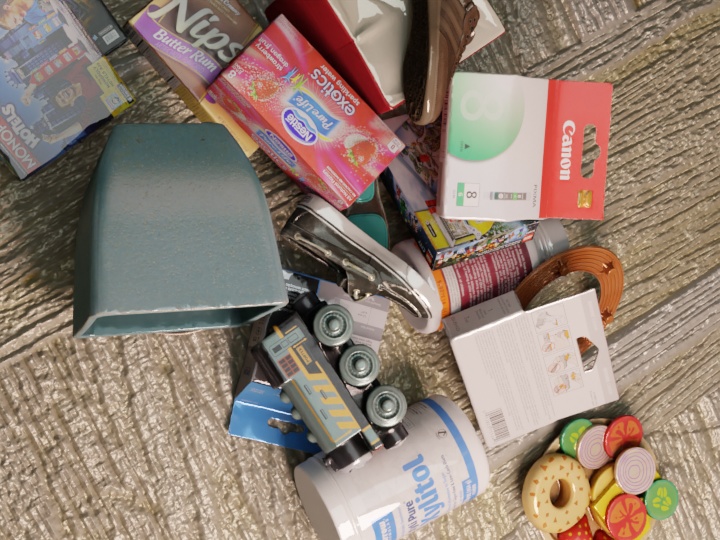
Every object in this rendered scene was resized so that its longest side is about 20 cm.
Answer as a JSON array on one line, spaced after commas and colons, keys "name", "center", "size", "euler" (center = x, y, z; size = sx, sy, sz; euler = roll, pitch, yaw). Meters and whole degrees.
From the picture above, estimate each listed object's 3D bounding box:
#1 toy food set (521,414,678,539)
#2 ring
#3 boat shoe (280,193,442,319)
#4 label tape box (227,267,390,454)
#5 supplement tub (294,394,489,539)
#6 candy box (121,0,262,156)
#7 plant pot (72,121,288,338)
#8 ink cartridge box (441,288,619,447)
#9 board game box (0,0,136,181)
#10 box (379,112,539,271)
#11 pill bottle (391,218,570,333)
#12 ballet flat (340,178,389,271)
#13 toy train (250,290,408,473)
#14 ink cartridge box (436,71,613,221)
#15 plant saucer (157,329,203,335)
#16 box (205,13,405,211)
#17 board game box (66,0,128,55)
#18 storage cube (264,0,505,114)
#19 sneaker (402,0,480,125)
[{"name": "toy food set", "center": [0.309, 0.284, 1.513], "size": [0.198, 0.049, 0.200], "euler": [-44, 103, -15]}, {"name": "ring", "center": [0.247, 0.057, 1.446], "size": [0.199, 0.019, 0.202], "euler": [-20, 134, -21]}, {"name": "boat shoe", "center": [0.000, 0.000, 1.309], "size": [0.199, 0.071, 0.064], "euler": [37, 76, -4]}, {"name": "label tape box", "center": [-0.060, 0.110, 1.371], "size": [0.142, 0.066, 0.202], "euler": [16, 83, -19]}, {"name": "supplement tub", "center": [0.038, 0.242, 1.371], "size": [0.199, 0.132, 0.133], "euler": [-26, 98, -18]}, {"name": "candy box", "center": [-0.161, -0.238, 1.340], "size": [0.117, 0.056, 0.200], "euler": [-44, 105, -15]}, {"name": "plant pot", "center": [-0.201, -0.044, 1.223], "size": [0.194, 0.196, 0.202], "euler": [-4, 82, -20]}, {"name": "ink cartridge box", "center": [0.206, 0.107, 1.402], "size": [0.175, 0.045, 0.201], "euler": [-21, 130, 1]}, {"name": "board game box", "center": [-0.375, -0.201, 1.229], "size": [0.199, 0.062, 0.201], "euler": [-38, 103, -15]}, {"name": "box", "center": [0.103, -0.104, 1.387], "size": [0.136, 0.038, 0.201], "euler": [-16, 59, -19]}, {"name": "pill bottle", "center": [0.145, -0.006, 1.420], "size": [0.199, 0.114, 0.115], "euler": [-18, 96, -19]}, {"name": "ballet flat", "center": [-0.005, -0.066, 1.386], "size": [0.067, 0.067, 0.202], "euler": [2, 81, -17]}, {"name": "toy train", "center": [-0.033, 0.124, 1.298], "size": [0.114, 0.085, 0.201], "euler": [-33, 90, -10]}, {"name": "ink cartridge box", "center": [0.188, -0.135, 1.314], "size": [0.198, 0.050, 0.162], "euler": [2, 98, -6]}, {"name": "plant saucer", "center": [-0.213, -0.028, 1.331], "size": [0.199, 0.037, 0.202], "euler": [0, 89, -20]}, {"name": "box", "center": [-0.061, -0.167, 1.292], "size": [0.200, 0.095, 0.100], "euler": [46, 76, -11]}, {"name": "board game box", "center": [-0.372, -0.252, 1.277], "size": [0.200, 0.028, 0.136], "euler": [-38, 102, -16]}, {"name": "storage cube", "center": [0.024, -0.284, 1.342], "size": [0.199, 0.180, 0.172], "euler": [-35, 101, -18]}, {"name": "sneaker", "center": [0.093, -0.251, 1.235], "size": [0.075, 0.070, 0.202], "euler": [4, 89, -21]}]
